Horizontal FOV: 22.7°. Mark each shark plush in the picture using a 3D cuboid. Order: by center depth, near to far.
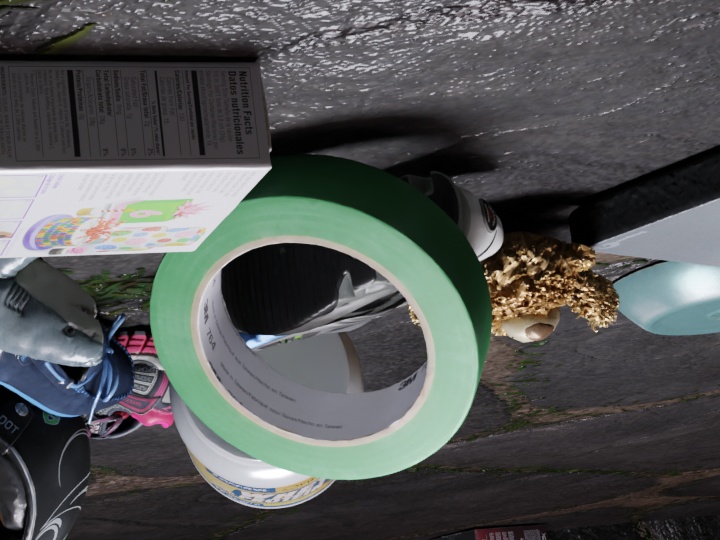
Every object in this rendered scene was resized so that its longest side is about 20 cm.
[{"bbox_3d":[-0.254,0.021,1.078,0.198,0.084,0.091,0,164,-30],"label":"shark plush"}]

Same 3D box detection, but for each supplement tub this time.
[{"bbox_3d":[-0.070,0.097,1.352,0.143,0.146,0.200,-7,166,-3],"label":"supplement tub"}]

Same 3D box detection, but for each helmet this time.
[{"bbox_3d":[-0.299,0.153,1.358,0.197,0.203,0.191,-8,-168,3],"label":"helmet"}]

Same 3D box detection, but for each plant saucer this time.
[{"bbox_3d":[0.303,0.020,1.475,0.197,0.036,0.200,-8,167,-2],"label":"plant saucer"}]

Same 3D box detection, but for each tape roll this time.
[{"bbox_3d":[-0.023,0.030,1.050,0.198,0.048,0.202,8,126,11],"label":"tape roll"}]

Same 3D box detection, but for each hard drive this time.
[{"bbox_3d":[0.257,-0.038,1.225,0.199,0.033,0.139,6,161,-42],"label":"hard drive"}]

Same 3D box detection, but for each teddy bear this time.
[{"bbox_3d":[0.104,0.023,1.257,0.144,0.068,0.200,14,169,-23],"label":"teddy bear"}]

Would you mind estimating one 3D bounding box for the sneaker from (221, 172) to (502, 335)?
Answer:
[{"bbox_3d":[0.000,0.000,1.125,0.198,0.075,0.088,-15,162,32],"label":"sneaker"}]

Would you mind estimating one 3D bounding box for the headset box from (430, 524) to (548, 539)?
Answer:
[{"bbox_3d":[0.237,0.531,3.391,0.198,0.078,0.148,1,164,-37],"label":"headset box"}]

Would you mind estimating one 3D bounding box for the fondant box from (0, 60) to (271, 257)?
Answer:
[{"bbox_3d":[-0.160,-0.052,0.893,0.198,0.059,0.144,-1,165,-22],"label":"fondant box"}]

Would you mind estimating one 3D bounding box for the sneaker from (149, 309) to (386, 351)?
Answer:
[{"bbox_3d":[-0.050,0.024,1.229,0.197,0.072,0.083,-14,159,11],"label":"sneaker"}]

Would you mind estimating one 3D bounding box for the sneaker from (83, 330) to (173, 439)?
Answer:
[{"bbox_3d":[-0.225,0.104,1.444,0.199,0.076,0.080,-19,162,41],"label":"sneaker"}]

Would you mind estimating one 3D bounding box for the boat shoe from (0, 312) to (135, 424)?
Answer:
[{"bbox_3d":[-0.209,0.063,1.280,0.068,0.085,0.200,-16,166,20],"label":"boat shoe"}]
